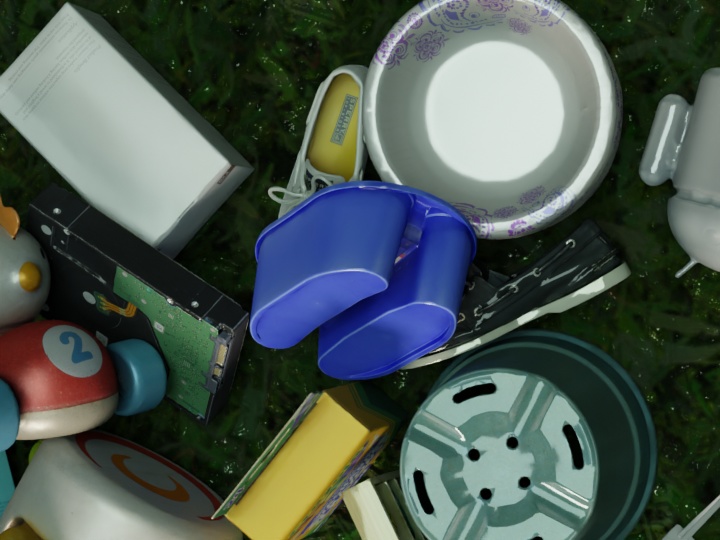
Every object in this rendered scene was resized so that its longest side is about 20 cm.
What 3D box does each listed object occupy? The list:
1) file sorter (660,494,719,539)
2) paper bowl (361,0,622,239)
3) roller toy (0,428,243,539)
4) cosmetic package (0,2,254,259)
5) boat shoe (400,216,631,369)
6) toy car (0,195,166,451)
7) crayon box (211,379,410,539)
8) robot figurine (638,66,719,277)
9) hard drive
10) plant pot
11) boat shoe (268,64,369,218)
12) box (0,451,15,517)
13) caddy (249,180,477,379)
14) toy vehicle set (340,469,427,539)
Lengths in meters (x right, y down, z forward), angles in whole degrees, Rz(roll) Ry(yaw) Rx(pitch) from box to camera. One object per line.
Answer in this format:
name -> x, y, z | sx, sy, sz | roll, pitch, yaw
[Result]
file sorter -> 0.299, 0.273, 1.588 | 0.200, 0.139, 0.125 | 45, 136, 10
paper bowl -> 0.108, -0.124, 1.678 | 0.200, 0.104, 0.201 | 0, 88, 12
roller toy -> -0.200, 0.225, 1.700 | 0.182, 0.200, 0.140 | 28, 97, -9
cosmetic package -> -0.200, -0.114, 1.761 | 0.113, 0.081, 0.200 | -45, 81, 9
boat shoe -> 0.111, 0.016, 1.684 | 0.199, 0.075, 0.066 | -24, 94, 15
toy car -> -0.279, 0.031, 1.686 | 0.177, 0.184, 0.200 | -1, 99, 44
crayon box -> -0.035, 0.152, 1.657 | 0.052, 0.200, 0.126 | 40, 98, 10
robot figurine -> 0.303, -0.082, 1.629 | 0.169, 0.113, 0.200 | 16, 92, 14
hard drive -> -0.187, 0.028, 1.734 | 0.200, 0.140, 0.038 | 33, 55, 12
plant pot -> 0.121, 0.145, 1.625 | 0.200, 0.196, 0.201 | 0, 88, 12
boat shoe -> -0.029, -0.069, 1.716 | 0.074, 0.086, 0.202 | 19, 96, 13
box -> -0.346, 0.148, 1.789 | 0.082, 0.049, 0.200 | -20, 84, 42
caddy -> 0.000, 0.000, 1.643 | 0.141, 0.200, 0.105 | 27, 55, -25
toy vehicle set -> 0.052, 0.256, 1.674 | 0.026, 0.124, 0.200 | -27, 84, 11
